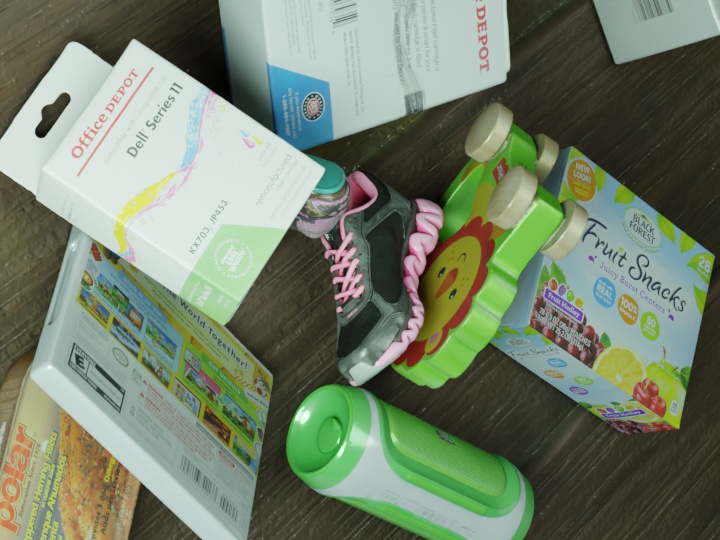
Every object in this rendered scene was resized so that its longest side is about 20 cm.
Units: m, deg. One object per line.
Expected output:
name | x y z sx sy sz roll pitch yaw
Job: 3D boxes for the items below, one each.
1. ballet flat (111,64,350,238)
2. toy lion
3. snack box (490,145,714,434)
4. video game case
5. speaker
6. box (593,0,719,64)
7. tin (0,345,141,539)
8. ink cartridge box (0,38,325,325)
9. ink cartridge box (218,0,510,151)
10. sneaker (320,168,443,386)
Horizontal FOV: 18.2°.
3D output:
ballet flat | -0.105 -0.074 1.602 0.199 0.071 0.069 24 36 -2
toy lion | 0.084 -0.009 1.728 0.068 0.192 0.200 32 20 -19
snack box | 0.201 0.019 1.888 0.200 0.067 0.170 35 60 -34
video game case | -0.138 0.073 1.540 0.200 0.023 0.183 47 29 -26
speaker | 0.039 0.154 1.696 0.199 0.088 0.089 28 63 -37
box | 0.313 -0.270 2.013 0.199 0.124 0.098 -28 101 -43
tin | -0.203 0.141 1.503 0.112 0.042 0.202 31 61 -39
ink cartridge box | -0.139 -0.071 1.517 0.199 0.067 0.118 33 71 -2
ink cartridge box | 0.002 -0.189 1.653 0.199 0.084 0.146 -20 123 -22
sneaker | 0.000 0.000 1.687 0.095 0.079 0.201 39 36 -22
